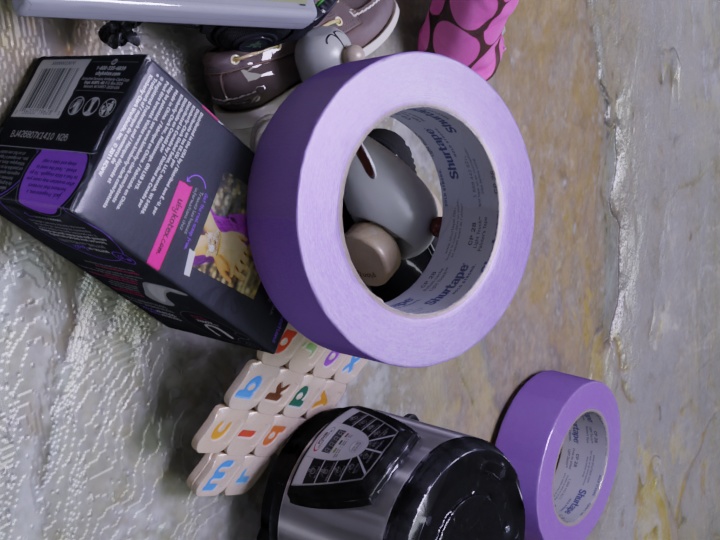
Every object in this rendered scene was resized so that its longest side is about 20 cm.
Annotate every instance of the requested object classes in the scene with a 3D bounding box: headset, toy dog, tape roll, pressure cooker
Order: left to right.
[{"bbox_3d":[-0.090,-0.204,0.690,0.199,0.094,0.124,-38,95,-25],"label":"headset"},{"bbox_3d":[0.013,0.207,0.852,0.175,0.198,0.181,13,87,-46],"label":"pressure cooker"},{"bbox_3d":[0.020,-0.079,0.766,0.200,0.095,0.133,49,53,-41],"label":"toy dog"},{"bbox_3d":[0.025,-0.040,0.687,0.198,0.065,0.203,-4,96,-35],"label":"tape roll"},{"bbox_3d":[0.234,0.225,1.221,0.199,0.065,0.203,-14,108,-49],"label":"tape roll"}]

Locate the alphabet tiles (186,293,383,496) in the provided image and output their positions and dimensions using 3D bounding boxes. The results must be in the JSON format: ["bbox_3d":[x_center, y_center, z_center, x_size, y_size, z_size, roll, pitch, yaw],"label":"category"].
[{"bbox_3d":[-0.057,0.095,0.812,0.201,0.015,0.195,-54,158,4],"label":"alphabet tiles"}]

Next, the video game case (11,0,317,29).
[{"bbox_3d":[-0.132,-0.236,0.627,0.198,0.022,0.184,-8,76,-40],"label":"video game case"}]

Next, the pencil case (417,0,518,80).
[{"bbox_3d":[0.114,-0.249,0.888,0.092,0.200,0.092,-10,66,-19],"label":"pencil case"}]

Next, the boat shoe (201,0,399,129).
[{"bbox_3d":[-0.043,-0.184,0.799,0.200,0.071,0.060,-41,131,-30],"label":"boat shoe"}]

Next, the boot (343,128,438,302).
[{"bbox_3d":[-0.002,0.000,0.878,0.158,0.079,0.213,-43,119,-44],"label":"boot"}]

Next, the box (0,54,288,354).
[{"bbox_3d":[-0.132,-0.040,0.681,0.200,0.121,0.107,43,65,-47],"label":"box"}]
